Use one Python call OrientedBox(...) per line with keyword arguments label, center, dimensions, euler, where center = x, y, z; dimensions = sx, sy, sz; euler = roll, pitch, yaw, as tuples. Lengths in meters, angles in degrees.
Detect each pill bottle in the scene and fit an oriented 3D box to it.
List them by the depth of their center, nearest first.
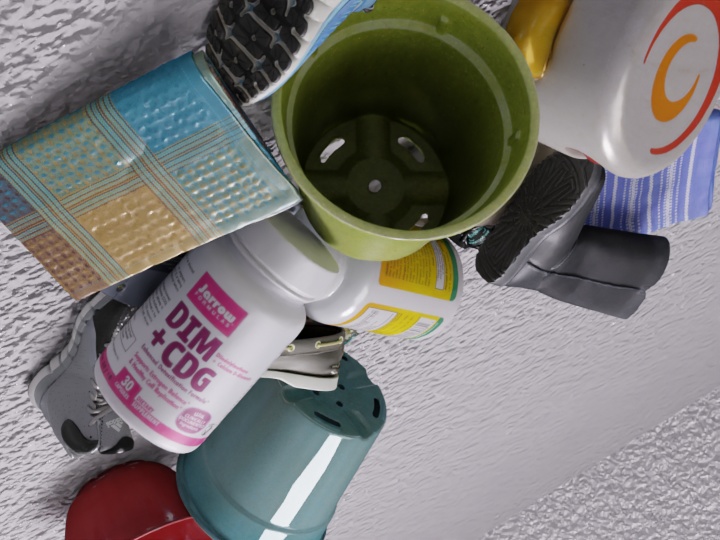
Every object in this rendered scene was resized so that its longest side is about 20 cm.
OrientedBox(label="pill bottle", center=(-0.116, 0.042, 1.106), dimensions=(0.200, 0.113, 0.113), euler=(-48, 155, 11))
OrientedBox(label="pill bottle", center=(0.000, 0.000, 1.284), dimensions=(0.113, 0.113, 0.199), euler=(-43, 147, 27))

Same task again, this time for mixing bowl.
OrientedBox(label="mixing bowl", center=(-0.270, 0.294, 1.576), dimensions=(0.199, 0.109, 0.201), euler=(-27, 157, -12))

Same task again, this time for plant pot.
OrientedBox(label="plant pot", center=(0.023, -0.095, 1.061), dimensions=(0.199, 0.202, 0.184), euler=(-26, 169, -13))
OrientedBox(label="plant pot", center=(-0.079, 0.196, 1.528), dimensions=(0.199, 0.201, 0.197), euler=(-5, 139, -48))

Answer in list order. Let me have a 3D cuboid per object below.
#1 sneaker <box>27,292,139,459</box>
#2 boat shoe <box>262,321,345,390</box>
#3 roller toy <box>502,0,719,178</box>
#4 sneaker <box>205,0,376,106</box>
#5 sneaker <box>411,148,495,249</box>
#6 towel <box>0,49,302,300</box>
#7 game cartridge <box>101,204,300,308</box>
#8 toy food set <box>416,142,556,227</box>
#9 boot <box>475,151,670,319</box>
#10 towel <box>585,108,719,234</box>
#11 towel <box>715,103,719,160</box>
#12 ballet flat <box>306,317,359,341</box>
OrientedBox(label="sneaker", center=(-0.222, 0.102, 1.219), dimensions=(0.075, 0.116, 0.200), euler=(-7, 148, -46))
OrientedBox(label="boat shoe", center=(-0.100, 0.066, 1.244), dimensions=(0.200, 0.072, 0.061), euler=(13, 98, -36))
OrientedBox(label="roller toy", center=(0.202, -0.178, 1.099), dimensions=(0.200, 0.139, 0.184), euler=(-42, 139, -25))
OrientedBox(label="sneaker", center=(-0.024, -0.185, 0.926), dimensions=(0.200, 0.079, 0.090), euler=(-42, 159, 26))
OrientedBox(label="sneaker", center=(0.099, -0.071, 1.323), dimensions=(0.075, 0.080, 0.200), euler=(-35, 156, 14))
OrientedBox(label="towel", center=(-0.161, -0.063, 0.957), dimensions=(0.198, 0.022, 0.147), euler=(-23, 131, 15))
OrientedBox(label="game cartridge", center=(-0.146, -0.025, 1.131), dimensions=(0.133, 0.042, 0.199), euler=(-46, 155, 17))
OrientedBox(label="toy food set", center=(0.135, -0.128, 1.231), dimensions=(0.143, 0.060, 0.201), euler=(-6, 127, -51))
OrientedBox(label="boot", center=(0.228, -0.032, 1.276), dimensions=(0.199, 0.066, 0.165), euler=(15, 132, -36))
OrientedBox(label="towel", center=(0.262, -0.074, 1.315), dimensions=(0.198, 0.024, 0.146), euler=(-21, 141, -11))
OrientedBox(label="towel", center=(0.254, -0.123, 1.344), dimensions=(0.190, 0.032, 0.200), euler=(36, 112, -28))
OrientedBox(label="ballet flat", center=(-0.040, 0.053, 1.407), dimensions=(0.075, 0.065, 0.200), euler=(-11, 176, -5))
